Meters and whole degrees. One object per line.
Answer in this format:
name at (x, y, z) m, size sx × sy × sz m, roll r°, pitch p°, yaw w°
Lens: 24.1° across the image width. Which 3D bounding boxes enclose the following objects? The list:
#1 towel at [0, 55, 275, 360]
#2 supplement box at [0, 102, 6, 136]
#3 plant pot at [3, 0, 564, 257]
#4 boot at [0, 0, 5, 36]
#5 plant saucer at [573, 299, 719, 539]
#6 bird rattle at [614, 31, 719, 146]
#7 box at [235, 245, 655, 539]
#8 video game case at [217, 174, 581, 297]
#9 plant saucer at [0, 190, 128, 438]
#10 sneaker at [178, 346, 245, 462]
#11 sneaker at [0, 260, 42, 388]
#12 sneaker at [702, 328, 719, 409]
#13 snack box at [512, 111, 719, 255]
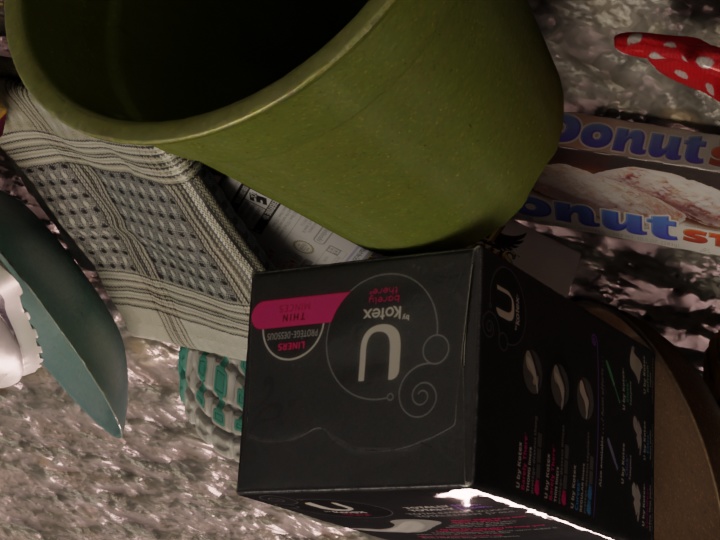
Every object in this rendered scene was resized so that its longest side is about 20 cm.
towel at (-0.125, -0.029, 0.898) m, size 0.199 × 0.035 × 0.193 m, roll 14°, pitch 144°, yaw 49°
supplement box at (-0.291, -0.091, 0.828) m, size 0.200 × 0.131 × 0.103 m, roll 42°, pitch 170°, yaw -9°
plant pot at (-0.007, -0.099, 0.687) m, size 0.199 × 0.201 × 0.190 m, roll -1°, pitch 156°, yaw 31°
boot at (-0.146, -0.157, 0.772) m, size 0.173 × 0.070 × 0.200 m, roll 11°, pitch 158°, yaw 15°
plant saucer at (0.158, 0.111, 0.927) m, size 0.036 × 0.201 × 0.201 m, roll -12°, pitch 155°, yaw -19°
bird rattle at (0.187, -0.022, 0.686) m, size 0.200 × 0.113 × 0.163 m, roll 40°, pitch 163°, yaw 30°
box at (0.048, 0.069, 0.790) m, size 0.122 × 0.107 × 0.200 m, roll -7°, pitch 161°, yaw 30°
video game case at (0.000, 0.000, 0.919) m, size 0.180 × 0.046 × 0.200 m, roll 26°, pitch 157°, yaw -7°
plant saucer at (-0.193, 0.012, 1.026) m, size 0.201 × 0.039 × 0.201 m, roll 47°, pitch 164°, yaw 18°
sneaker at (-0.023, 0.078, 0.964) m, size 0.199 × 0.078 × 0.091 m, roll 27°, pitch -160°, yaw 37°
sneaker at (-0.238, 0.030, 0.975) m, size 0.076 × 0.080 × 0.200 m, roll 45°, pitch 164°, yaw 15°
sneaker at (0.246, 0.042, 0.830) m, size 0.087 × 0.076 × 0.200 m, roll 5°, pitch 171°, yaw -13°
snack box at (0.137, -0.042, 0.816) m, size 0.199 × 0.024 × 0.072 m, roll 11°, pitch 151°, yaw 16°
